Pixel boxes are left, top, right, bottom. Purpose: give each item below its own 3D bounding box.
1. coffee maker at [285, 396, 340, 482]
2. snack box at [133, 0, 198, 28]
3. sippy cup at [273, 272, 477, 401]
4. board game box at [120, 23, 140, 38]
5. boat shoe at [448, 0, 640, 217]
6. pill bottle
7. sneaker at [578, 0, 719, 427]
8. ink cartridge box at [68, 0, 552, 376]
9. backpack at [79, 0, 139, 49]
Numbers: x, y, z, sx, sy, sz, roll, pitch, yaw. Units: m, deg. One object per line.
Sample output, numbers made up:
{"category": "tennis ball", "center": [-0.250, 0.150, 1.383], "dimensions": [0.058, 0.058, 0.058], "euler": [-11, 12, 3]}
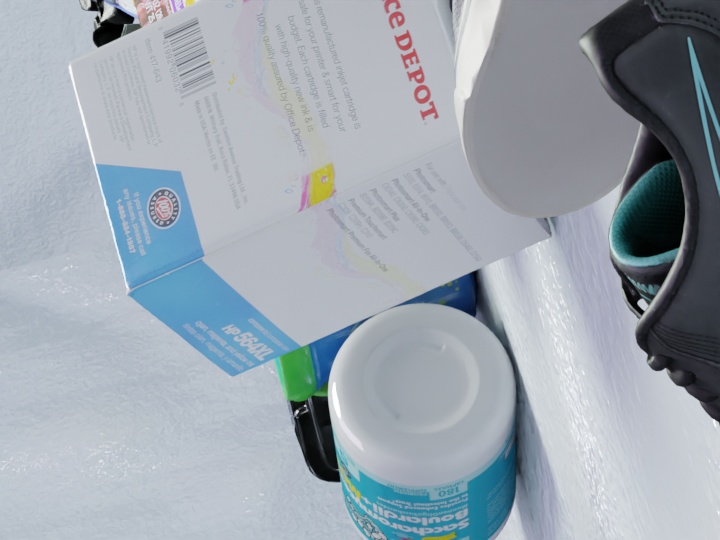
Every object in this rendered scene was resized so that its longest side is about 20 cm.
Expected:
{"category": "coffee maker", "center": [0.000, 0.072, 1.894], "dimensions": [0.192, 0.134, 0.200], "euler": [50, -167, -35]}
{"category": "snack box", "center": [-0.034, -0.123, 1.295], "dimensions": [0.068, 0.169, 0.201], "euler": [17, -135, -43]}
{"category": "sippy cup", "center": [0.000, 0.000, 1.467], "dimensions": [0.178, 0.130, 0.140], "euler": [103, 153, -80]}
{"category": "board game box", "center": [-0.050, -0.091, 1.481], "dimensions": [0.200, 0.135, 0.028], "euler": [54, -139, -53]}
{"category": "boat shoe", "center": [0.061, -0.116, 0.774], "dimensions": [0.201, 0.074, 0.093], "euler": [91, 172, -46]}
{"category": "pill bottle", "center": [0.041, 0.111, 1.445], "dimensions": [0.200, 0.110, 0.111], "euler": [82, 172, -60]}
{"category": "sneaker", "center": [0.098, 0.004, 0.568], "dimensions": [0.076, 0.079, 0.201], "euler": [-110, 6, -53]}
{"category": "ink cartridge box", "center": [-0.010, -0.060, 1.103], "dimensions": [0.125, 0.199, 0.129], "euler": [47, -157, -60]}
{"category": "backpack", "center": [-0.073, -0.203, 1.516], "dimensions": [0.191, 0.199, 0.155], "euler": [-125, 34, -69]}
